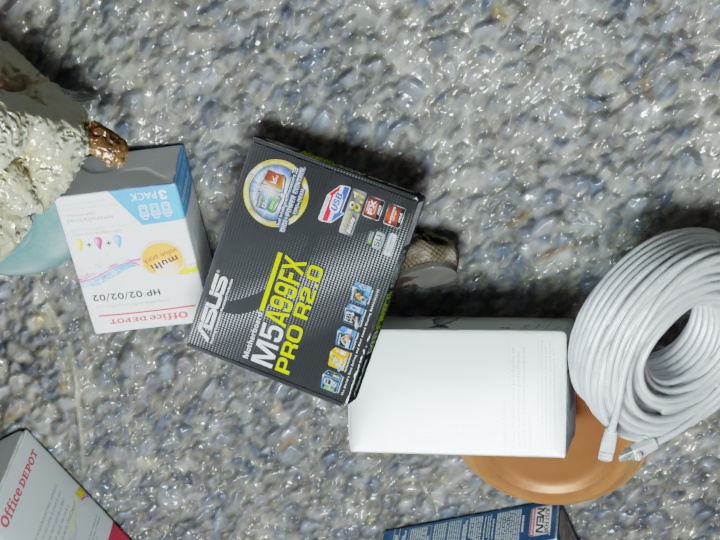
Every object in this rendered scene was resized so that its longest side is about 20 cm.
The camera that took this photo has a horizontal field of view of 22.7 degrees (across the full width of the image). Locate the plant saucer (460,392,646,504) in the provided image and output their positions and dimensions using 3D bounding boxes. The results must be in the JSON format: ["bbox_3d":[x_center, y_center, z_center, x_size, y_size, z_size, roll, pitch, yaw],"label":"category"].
[{"bbox_3d":[0.186,0.162,1.759,0.199,0.038,0.201,6,129,7],"label":"plant saucer"}]

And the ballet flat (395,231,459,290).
[{"bbox_3d":[0.000,0.000,1.667,0.199,0.047,0.067,-13,156,27],"label":"ballet flat"}]

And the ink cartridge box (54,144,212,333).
[{"bbox_3d":[-0.202,-0.011,1.670,0.115,0.068,0.201,-6,127,7],"label":"ink cartridge box"}]

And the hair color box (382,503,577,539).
[{"bbox_3d":[0.128,0.309,1.871,0.199,0.061,0.100,-13,125,21],"label":"hair color box"}]

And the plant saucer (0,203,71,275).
[{"bbox_3d":[-0.351,-0.064,1.684,0.200,0.039,0.202,5,129,6],"label":"plant saucer"}]

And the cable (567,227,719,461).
[{"bbox_3d":[0.277,0.057,1.584,0.199,0.069,0.201,-22,130,-20],"label":"cable"}]

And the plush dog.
[{"bbox_3d":[-0.311,-0.081,1.558,0.160,0.200,0.172,29,109,-28],"label":"plush dog"}]

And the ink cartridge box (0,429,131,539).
[{"bbox_3d":[-0.340,0.291,1.893,0.085,0.148,0.200,-26,118,26],"label":"ink cartridge box"}]

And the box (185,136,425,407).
[{"bbox_3d":[-0.049,0.001,1.594,0.160,0.044,0.201,21,99,9],"label":"box"}]

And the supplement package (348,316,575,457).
[{"bbox_3d":[0.095,0.105,1.655,0.199,0.117,0.118,0,95,11],"label":"supplement package"}]
